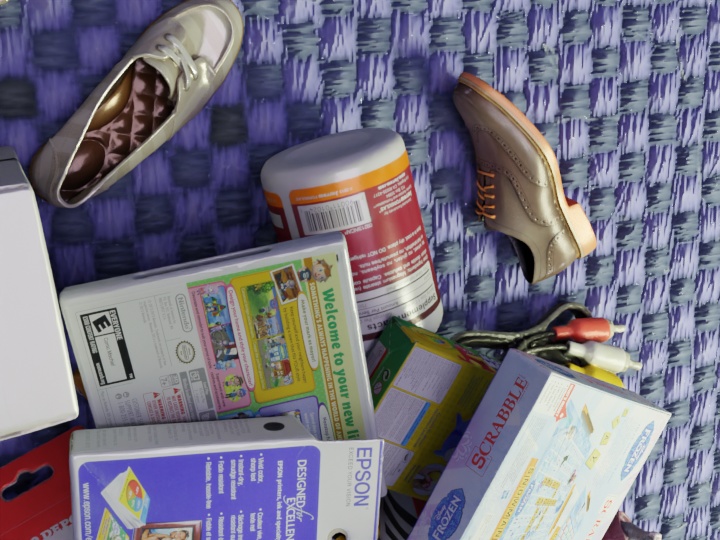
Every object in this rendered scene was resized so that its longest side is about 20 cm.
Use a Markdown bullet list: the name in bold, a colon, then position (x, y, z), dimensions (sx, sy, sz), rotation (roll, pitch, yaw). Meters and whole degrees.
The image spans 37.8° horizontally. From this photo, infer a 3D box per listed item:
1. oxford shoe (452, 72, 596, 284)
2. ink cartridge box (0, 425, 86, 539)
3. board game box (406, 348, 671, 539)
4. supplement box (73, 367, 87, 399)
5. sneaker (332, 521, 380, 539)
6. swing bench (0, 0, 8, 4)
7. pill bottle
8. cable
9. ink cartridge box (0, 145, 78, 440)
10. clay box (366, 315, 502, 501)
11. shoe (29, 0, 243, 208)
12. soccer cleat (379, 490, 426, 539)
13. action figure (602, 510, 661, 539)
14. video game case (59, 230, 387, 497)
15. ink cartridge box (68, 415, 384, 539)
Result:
- **oxford shoe**: position (0.124, -0.072, 0.872), dimensions (0.073, 0.071, 0.200), rotation (-38, 114, -4)
- **ink cartridge box**: position (-0.207, 0.231, 0.785), dimensions (0.116, 0.067, 0.201), rotation (-29, 82, -14)
- **board game box**: position (0.126, 0.168, 0.771), dimensions (0.199, 0.041, 0.201), rotation (22, 98, -48)
- **supplement box**: position (-0.107, 0.051, 0.758), dimensions (0.199, 0.069, 0.067), rotation (-24, 115, 19)
- **sneaker**: position (-0.036, 0.144, 0.850), dimensions (0.078, 0.082, 0.200), rotation (-35, 112, -11)
- **swing bench**: position (-0.288, -0.166, 0.610), dimensions (0.130, 0.199, 0.200), rotation (40, 87, -25)
- **pill bottle**: position (0.000, 0.000, 0.814), dimensions (0.113, 0.113, 0.201), rotation (-20, 110, -17)
- **cable**: position (0.155, 0.060, 0.898), dimensions (0.199, 0.050, 0.098), rotation (11, 61, -32)
- **ink cartridge box**: position (-0.241, 0.007, 0.669), dimensions (0.084, 0.200, 0.147), rotation (-13, 107, -18)
- **clay box**: position (0.080, 0.123, 0.806), dimensions (0.199, 0.048, 0.115), rotation (25, 102, -32)
- **shoe**: position (-0.154, -0.119, 0.755), dimensions (0.200, 0.053, 0.070), rotation (-48, 115, -5)
- **soccer cleat**: position (0.040, 0.185, 0.881), dimensions (0.068, 0.085, 0.201), rotation (-5, 70, -42)
- **action figure**: position (0.175, 0.219, 0.933), dimensions (0.133, 0.149, 0.201), rotation (-13, 114, -14)
- **video game case**: position (-0.084, 0.085, 0.696), dimensions (0.181, 0.022, 0.201), rotation (-12, 114, -6)
- **ink cartridge box**: position (-0.089, 0.193, 0.704), dimensions (0.199, 0.043, 0.199), rotation (-1, 112, -11)
